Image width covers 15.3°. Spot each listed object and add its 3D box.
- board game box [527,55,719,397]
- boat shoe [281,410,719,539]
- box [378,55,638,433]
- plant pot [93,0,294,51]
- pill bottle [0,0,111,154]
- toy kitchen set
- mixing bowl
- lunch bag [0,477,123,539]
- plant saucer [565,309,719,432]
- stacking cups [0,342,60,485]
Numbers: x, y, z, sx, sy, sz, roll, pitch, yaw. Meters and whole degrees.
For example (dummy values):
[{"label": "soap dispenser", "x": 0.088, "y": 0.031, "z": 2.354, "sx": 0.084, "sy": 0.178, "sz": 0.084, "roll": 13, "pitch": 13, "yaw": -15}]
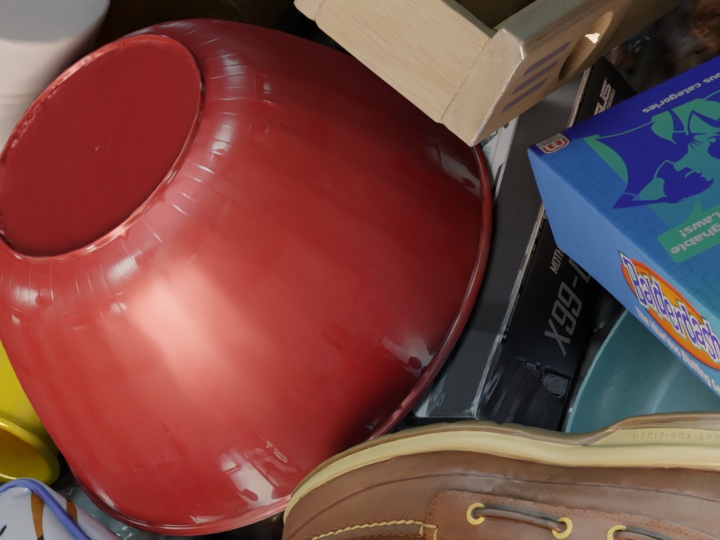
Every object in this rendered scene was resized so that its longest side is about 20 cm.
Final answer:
[{"label": "board game box", "x": 0.160, "y": -0.018, "z": 0.823, "sx": 0.152, "sy": 0.045, "sz": 0.200, "roll": -26, "pitch": 30, "yaw": -10}, {"label": "boat shoe", "x": 0.054, "y": 0.091, "z": 0.840, "sx": 0.200, "sy": 0.072, "sz": 0.068, "roll": -8, "pitch": 51, "yaw": 34}, {"label": "box", "x": 0.000, "y": 0.000, "z": 1.022, "sx": 0.200, "sy": 0.050, "sz": 0.158, "roll": -2, "pitch": 57, "yaw": 40}, {"label": "plant pot", "x": -0.071, "y": -0.187, "z": 1.141, "sx": 0.186, "sy": 0.186, "sz": 0.200, "roll": -11, "pitch": 53, "yaw": 35}, {"label": "pill bottle", "x": -0.178, "y": -0.057, "z": 1.066, "sx": 0.200, "sy": 0.114, "sz": 0.114, "roll": 124, "pitch": 153, "yaw": -42}, {"label": "toy kitchen set", "x": 0.124, "y": -0.139, "z": 0.888, "sx": 0.180, "sy": 0.163, "sz": 0.200, "roll": -35, "pitch": -20, "yaw": -52}, {"label": "mixing bowl", "x": -0.064, "y": -0.017, "z": 0.970, "sx": 0.200, "sy": 0.108, "sz": 0.200, "roll": -24, "pitch": 45, "yaw": 25}, {"label": "lunch bag", "x": -0.134, "y": 0.177, "z": 0.976, "sx": 0.200, "sy": 0.076, "sz": 0.160, "roll": -51, "pitch": 37, "yaw": -5}, {"label": "plant saucer", "x": 0.155, "y": 0.052, "z": 0.860, "sx": 0.200, "sy": 0.027, "sz": 0.200, "roll": -24, "pitch": 44, "yaw": 25}, {"label": "stacking cups", "x": -0.120, "y": -0.007, "z": 1.133, "sx": 0.060, "sy": 0.061, "sz": 0.200, "roll": -7, "pitch": 51, "yaw": 38}]
